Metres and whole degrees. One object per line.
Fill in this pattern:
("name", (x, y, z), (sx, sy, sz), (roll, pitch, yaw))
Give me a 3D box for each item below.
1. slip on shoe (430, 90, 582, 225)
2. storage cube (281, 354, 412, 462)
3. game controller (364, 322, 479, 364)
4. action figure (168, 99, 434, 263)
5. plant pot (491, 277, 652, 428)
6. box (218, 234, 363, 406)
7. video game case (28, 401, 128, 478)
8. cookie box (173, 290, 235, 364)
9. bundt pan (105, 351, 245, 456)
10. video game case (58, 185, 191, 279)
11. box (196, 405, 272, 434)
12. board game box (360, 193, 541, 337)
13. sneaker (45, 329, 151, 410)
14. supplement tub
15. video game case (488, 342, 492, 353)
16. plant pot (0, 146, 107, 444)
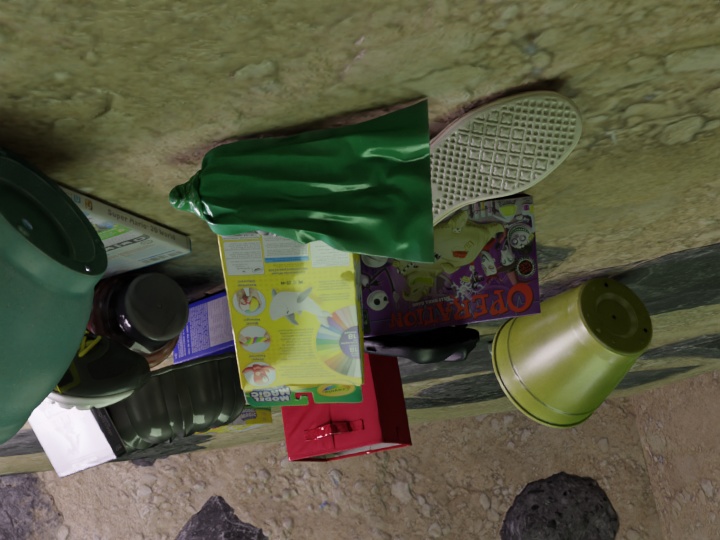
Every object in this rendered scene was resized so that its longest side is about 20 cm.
("slip on shoe", (0.087, -0.085, 0.694), (0.200, 0.074, 0.061), (-29, -170, 36))
("storage cube", (-0.026, 0.220, 1.466), (0.170, 0.181, 0.200), (-14, 163, 16))
("game controller", (0.021, 0.068, 0.895), (0.199, 0.042, 0.104), (2, 177, 41))
("action figure", (-0.046, -0.061, 0.648), (0.199, 0.119, 0.055), (-2, 177, 4))
("plant pot", (0.336, 0.111, 1.322), (0.200, 0.201, 0.193), (-1, 151, -27))
("box", (-0.057, 0.035, 0.782), (0.117, 0.201, 0.048), (-2, -153, 2))
("video game case", (-0.330, 0.119, 0.916), (0.143, 0.201, 0.019), (-25, -177, 44))
("cookie box", (-0.104, 0.067, 1.072), (0.199, 0.076, 0.171), (-18, 162, 32))
("bundt pan", (-0.218, 0.156, 0.977), (0.201, 0.076, 0.202), (-16, 172, -2))
("video game case", (-0.263, -0.026, 0.761), (0.143, 0.018, 0.200), (-15, 164, 20))
("box", (-0.313, 0.341, 1.969), (0.117, 0.049, 0.199), (-23, 162, 40))
("board game box", (0.075, -0.005, 0.848), (0.199, 0.121, 0.032), (-8, -167, -8))
("sneaker", (-0.292, 0.068, 0.809), (0.199, 0.085, 0.075), (11, -151, 9))
("supplement tub", (-0.260, 0.065, 0.917), (0.107, 0.107, 0.200), (5, 159, -42))
("video game case", (0.357, 0.150, 1.737), (0.181, 0.023, 0.200), (-13, 165, 13))
("plant pot", (-0.259, 0.000, 0.586), (0.134, 0.201, 0.200), (-40, 158, 7))
